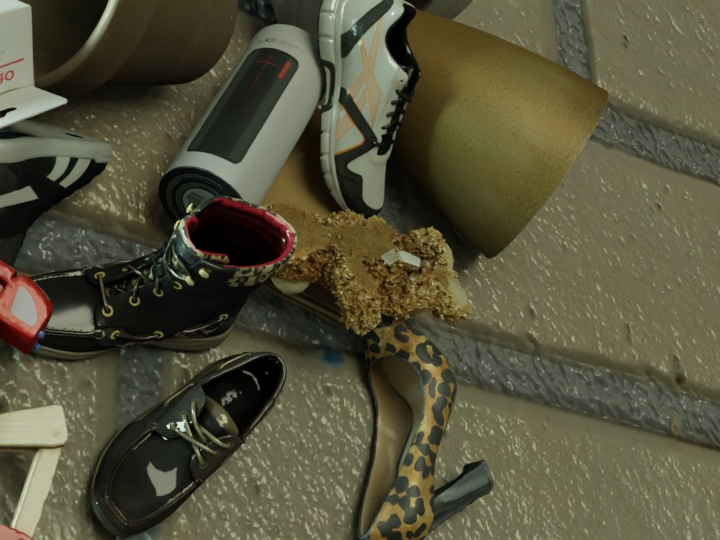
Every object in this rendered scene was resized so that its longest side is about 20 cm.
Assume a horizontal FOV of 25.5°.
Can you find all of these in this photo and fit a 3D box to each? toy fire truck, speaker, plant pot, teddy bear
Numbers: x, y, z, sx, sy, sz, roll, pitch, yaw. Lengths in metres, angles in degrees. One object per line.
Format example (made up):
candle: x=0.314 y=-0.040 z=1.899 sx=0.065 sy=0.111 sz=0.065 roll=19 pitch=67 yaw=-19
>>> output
toy fire truck: x=-0.252 y=0.104 z=1.088 sx=0.140 sy=0.049 sz=0.201 roll=33 pitch=65 yaw=-4
speaker: x=-0.092 y=-0.117 z=1.322 sx=0.081 sy=0.081 sz=0.201 roll=38 pitch=47 yaw=-12
plant pot: x=0.090 y=-0.143 z=1.446 sx=0.199 sy=0.187 sz=0.187 roll=34 pitch=48 yaw=-5
teddy bear: x=0.000 y=0.000 z=1.317 sx=0.199 sy=0.067 sz=0.146 roll=-2 pitch=48 yaw=-35
plant pot: x=-0.197 y=-0.226 z=1.286 sx=0.174 sy=0.199 sz=0.202 roll=11 pitch=55 yaw=-53

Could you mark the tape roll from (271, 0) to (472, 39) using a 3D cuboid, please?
tape roll: x=0.004 y=-0.307 z=1.456 sx=0.201 sy=0.202 sz=0.140 roll=0 pitch=64 yaw=-37

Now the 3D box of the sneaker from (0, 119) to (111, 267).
sneaker: x=-0.261 y=-0.052 z=1.199 sx=0.073 sy=0.113 sz=0.200 roll=18 pitch=10 yaw=16

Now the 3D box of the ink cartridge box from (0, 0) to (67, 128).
ink cartridge box: x=-0.316 y=-0.164 z=1.145 sx=0.199 sy=0.068 sz=0.117 roll=25 pitch=36 yaw=32

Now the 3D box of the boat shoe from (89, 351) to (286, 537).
boat shoe: x=-0.126 y=0.117 z=1.186 sx=0.075 sy=0.073 sz=0.200 roll=46 pitch=46 yaw=-4

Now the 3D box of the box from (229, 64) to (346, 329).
box: x=-0.062 y=-0.067 z=1.382 sx=0.163 sy=0.021 sz=0.201 roll=27 pitch=51 yaw=-21

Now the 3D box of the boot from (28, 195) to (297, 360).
boot: x=-0.155 y=0.006 z=1.179 sx=0.199 sy=0.150 sz=0.074 roll=5 pitch=60 yaw=-33

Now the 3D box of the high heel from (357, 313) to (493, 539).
high heel: x=0.017 y=0.122 z=1.295 sx=0.142 sy=0.071 sz=0.201 roll=-24 pitch=82 yaw=-42

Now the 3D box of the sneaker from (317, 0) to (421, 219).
sneaker: x=0.010 y=-0.141 z=1.358 sx=0.074 sy=0.079 sz=0.202 roll=-39 pitch=130 yaw=-62
